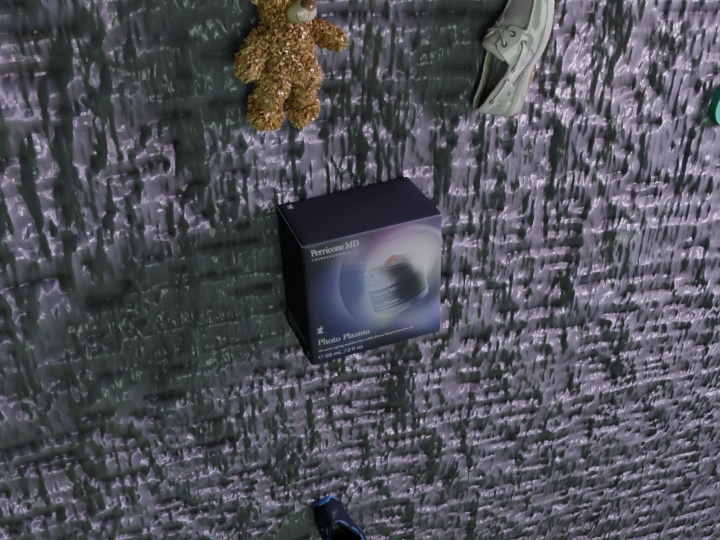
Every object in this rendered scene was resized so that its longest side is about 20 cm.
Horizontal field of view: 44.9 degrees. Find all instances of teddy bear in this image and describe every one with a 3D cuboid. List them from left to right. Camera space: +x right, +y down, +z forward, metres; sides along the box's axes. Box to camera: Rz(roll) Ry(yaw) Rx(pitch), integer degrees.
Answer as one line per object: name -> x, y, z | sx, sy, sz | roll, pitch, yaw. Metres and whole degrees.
teddy bear -> -0.083, -0.253, 1.029 | 0.145, 0.067, 0.200 | 6, 119, -31

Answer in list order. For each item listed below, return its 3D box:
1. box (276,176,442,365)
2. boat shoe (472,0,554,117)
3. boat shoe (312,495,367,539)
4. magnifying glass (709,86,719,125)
box -> 0.000, 0.000, 1.203 | 0.199, 0.123, 0.199 | -14, 125, -16
boat shoe -> 0.193, -0.291, 1.128 | 0.069, 0.071, 0.201 | -5, 124, -24
boat shoe -> -0.034, 0.482, 1.542 | 0.084, 0.069, 0.200 | -34, 129, -1
magnifying glass -> 0.631, -0.301, 1.358 | 0.200, 0.022, 0.080 | -40, 129, 3
